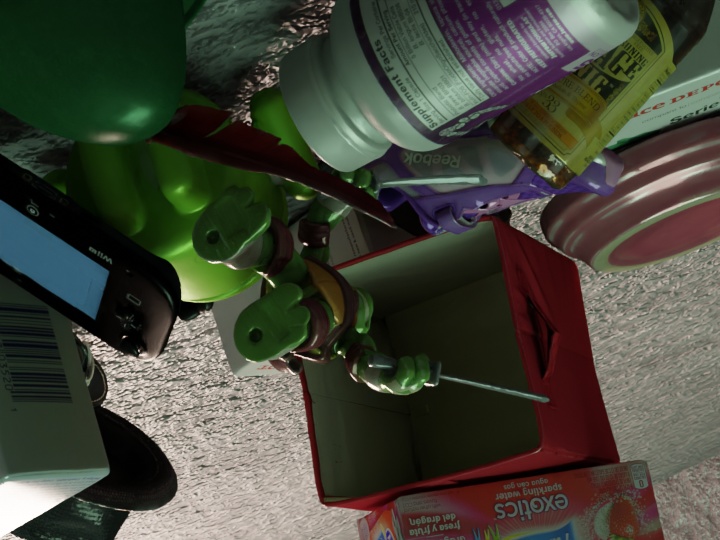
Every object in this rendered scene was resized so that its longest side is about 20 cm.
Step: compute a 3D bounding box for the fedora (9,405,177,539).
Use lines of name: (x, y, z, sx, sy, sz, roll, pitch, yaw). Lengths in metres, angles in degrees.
fedora: (-0.259, 0.176, 1.410, 0.200, 0.200, 0.092, 5, 115, -52)

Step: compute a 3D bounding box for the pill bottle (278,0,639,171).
pill bottle: (0.053, -0.139, 0.973, 0.199, 0.113, 0.112, -28, 160, 26)

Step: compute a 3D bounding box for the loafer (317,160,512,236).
loafer: (0.047, -0.059, 1.261, 0.199, 0.073, 0.073, -2, 156, -42)

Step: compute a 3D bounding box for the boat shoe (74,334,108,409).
boat shoe: (-0.250, 0.078, 1.345, 0.060, 0.076, 0.200, -19, 164, 16)

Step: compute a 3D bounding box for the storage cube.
storage cube: (0.072, 0.079, 1.226, 0.199, 0.172, 0.180, -18, 162, 22)

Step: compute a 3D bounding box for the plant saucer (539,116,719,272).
plant saucer: (0.235, -0.051, 1.244, 0.199, 0.051, 0.201, -18, 163, -6)

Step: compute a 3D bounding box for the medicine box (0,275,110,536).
medicine box: (-0.298, 0.098, 1.176, 0.199, 0.183, 0.103, -30, 159, 30)

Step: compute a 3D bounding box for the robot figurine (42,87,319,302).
robot figurine: (-0.114, -0.045, 1.062, 0.175, 0.116, 0.200, -23, 162, 8)

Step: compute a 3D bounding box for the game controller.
game controller: (-0.194, -0.020, 0.982, 0.042, 0.199, 0.104, -57, 178, -24)

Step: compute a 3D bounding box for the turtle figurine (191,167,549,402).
turtle figurine: (0.000, 0.000, 1.011, 0.199, 0.145, 0.194, 5, 177, 26)

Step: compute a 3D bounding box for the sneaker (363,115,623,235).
sneaker: (0.079, -0.063, 1.116, 0.199, 0.089, 0.080, 11, 175, 30)

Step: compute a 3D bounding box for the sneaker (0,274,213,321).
sneaker: (-0.176, 0.000, 1.158, 0.200, 0.098, 0.071, 3, 155, -47)

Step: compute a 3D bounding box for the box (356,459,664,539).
box: (0.109, 0.202, 1.187, 0.199, 0.096, 0.100, -6, 164, -20)

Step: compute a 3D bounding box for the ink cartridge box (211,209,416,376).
ink cartridge box: (-0.010, 0.010, 1.380, 0.144, 0.085, 0.200, -1, 154, -44)

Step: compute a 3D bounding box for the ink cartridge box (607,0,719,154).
ink cartridge box: (0.205, -0.130, 1.203, 0.145, 0.085, 0.200, -21, 163, 4)

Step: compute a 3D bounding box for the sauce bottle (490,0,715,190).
sauce bottle: (0.164, -0.141, 1.003, 0.200, 0.066, 0.066, -50, 156, 8)

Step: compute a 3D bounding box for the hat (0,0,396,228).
hat: (-0.127, -0.071, 0.875, 0.199, 0.177, 0.165, -27, 160, 22)
